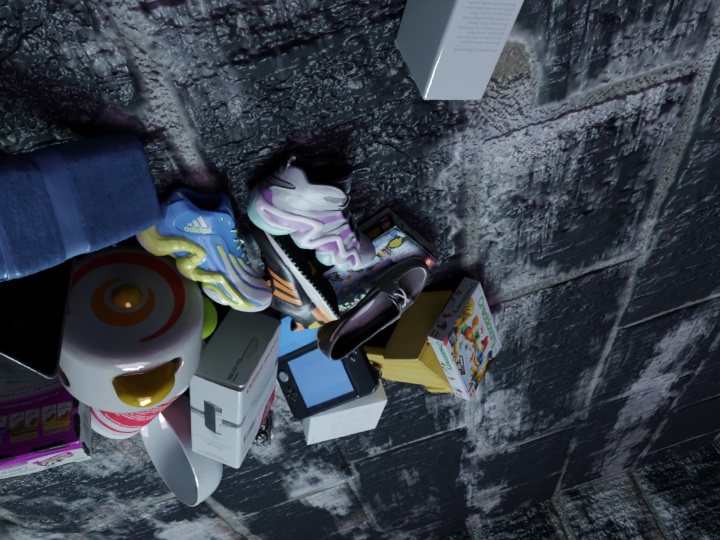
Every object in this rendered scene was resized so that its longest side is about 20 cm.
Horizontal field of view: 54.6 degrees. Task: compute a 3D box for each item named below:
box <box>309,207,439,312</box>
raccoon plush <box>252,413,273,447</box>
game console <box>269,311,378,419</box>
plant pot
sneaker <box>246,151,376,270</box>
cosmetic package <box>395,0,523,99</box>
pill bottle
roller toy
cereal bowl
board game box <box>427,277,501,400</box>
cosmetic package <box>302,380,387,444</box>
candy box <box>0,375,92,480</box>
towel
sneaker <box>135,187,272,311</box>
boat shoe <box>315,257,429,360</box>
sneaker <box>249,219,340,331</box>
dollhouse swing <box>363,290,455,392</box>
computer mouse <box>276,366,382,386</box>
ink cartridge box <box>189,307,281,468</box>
[{"bbox_3d":[0.000,0.000,1.038,0.200,0.040,0.137,-33,145,19],"label":"box"},{"bbox_3d":[-0.236,0.302,1.308,0.134,0.097,0.200,-7,145,-4],"label":"raccoon plush"},{"bbox_3d":[-0.101,0.153,1.106,0.200,0.171,0.118,-28,174,38],"label":"game console"},{"bbox_3d":[-0.431,0.002,0.704,0.177,0.200,0.200,-14,148,15],"label":"plant pot"},{"bbox_3d":[-0.026,-0.081,0.868,0.200,0.078,0.140,23,126,-37],"label":"sneaker"},{"bbox_3d":[0.101,-0.270,0.654,0.074,0.102,0.200,-5,145,-18],"label":"cosmetic package"},{"bbox_3d":[-0.319,0.156,1.032,0.112,0.112,0.200,19,131,-43],"label":"pill bottle"},{"bbox_3d":[-0.287,0.069,0.857,0.182,0.200,0.140,20,138,1],"label":"roller toy"},{"bbox_3d":[-0.292,0.286,1.171,0.083,0.200,0.200,-24,154,-36],"label":"cereal bowl"},{"bbox_3d":[0.183,0.121,1.199,0.126,0.035,0.200,-55,142,-22],"label":"board game box"},{"bbox_3d":[-0.036,0.284,1.389,0.151,0.052,0.200,-13,154,-13],"label":"cosmetic package"},{"bbox_3d":[-0.426,0.157,0.900,0.136,0.200,0.061,-11,145,-10],"label":"candy box"},{"bbox_3d":[-0.295,-0.066,0.685,0.200,0.048,0.112,-29,117,-47],"label":"towel"},{"bbox_3d":[-0.169,-0.028,0.853,0.200,0.076,0.105,34,114,-31],"label":"sneaker"},{"bbox_3d":[0.025,0.061,1.007,0.200,0.057,0.067,-38,120,2],"label":"boat shoe"},{"bbox_3d":[-0.107,0.013,0.941,0.090,0.070,0.200,-26,127,13],"label":"sneaker"},{"bbox_3d":[0.092,0.119,1.258,0.200,0.176,0.182,40,73,-52],"label":"dollhouse swing"},{"bbox_3d":[-0.060,0.201,1.247,0.200,0.044,0.110,0,163,-6],"label":"computer mouse"},{"bbox_3d":[-0.186,0.174,1.045,0.084,0.144,0.200,19,133,7],"label":"ink cartridge box"}]
